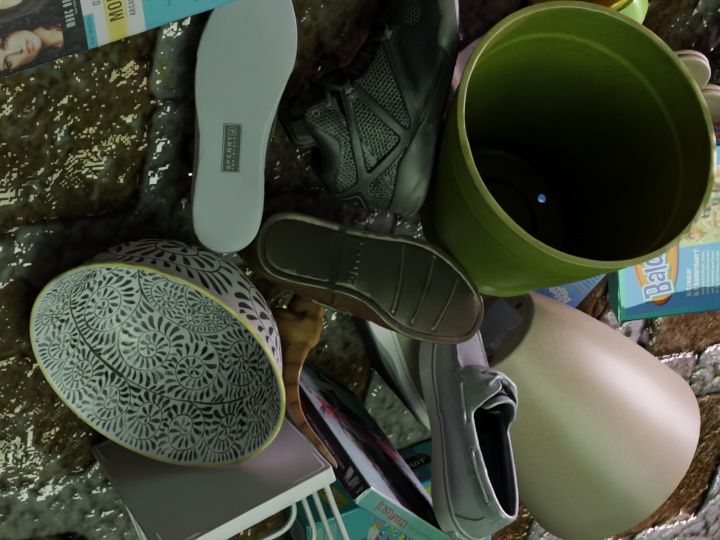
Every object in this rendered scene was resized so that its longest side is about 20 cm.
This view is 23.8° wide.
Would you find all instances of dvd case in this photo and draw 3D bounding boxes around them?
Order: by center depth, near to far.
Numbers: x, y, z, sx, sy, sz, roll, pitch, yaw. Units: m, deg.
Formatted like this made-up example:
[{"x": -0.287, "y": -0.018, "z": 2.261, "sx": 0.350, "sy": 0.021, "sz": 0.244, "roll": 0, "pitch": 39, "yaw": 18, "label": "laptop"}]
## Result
[{"x": -0.005, "y": 0.139, "z": 1.372, "sx": 0.022, "sy": 0.200, "sz": 0.146, "roll": -45, "pitch": 136, "yaw": 6, "label": "dvd case"}]

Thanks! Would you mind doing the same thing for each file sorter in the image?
[{"x": -0.102, "y": 0.194, "z": 1.329, "sx": 0.138, "sy": 0.200, "sz": 0.125, "roll": -26, "pitch": 116, "yaw": -15, "label": "file sorter"}]

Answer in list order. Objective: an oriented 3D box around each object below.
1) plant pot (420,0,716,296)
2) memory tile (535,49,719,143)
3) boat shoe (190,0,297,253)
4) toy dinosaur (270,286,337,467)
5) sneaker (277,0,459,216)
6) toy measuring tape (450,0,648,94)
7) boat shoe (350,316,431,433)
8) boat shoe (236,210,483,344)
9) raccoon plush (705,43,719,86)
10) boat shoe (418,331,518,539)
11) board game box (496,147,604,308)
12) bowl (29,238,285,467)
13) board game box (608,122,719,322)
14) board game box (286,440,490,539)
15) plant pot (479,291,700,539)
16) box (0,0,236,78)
[{"x": 0.133, "y": -0.068, "z": 1.285, "sx": 0.199, "sy": 0.202, "sz": 0.193, "roll": -17, "pitch": 168, "yaw": -23, "label": "plant pot"}, {"x": 0.242, "y": -0.104, "z": 1.412, "sx": 0.152, "sy": 0.017, "sz": 0.200, "roll": -23, "pitch": 143, "yaw": 21, "label": "memory tile"}, {"x": -0.090, "y": -0.113, "z": 1.212, "sx": 0.068, "sy": 0.057, "sz": 0.202, "roll": 8, "pitch": 106, "yaw": -10, "label": "boat shoe"}, {"x": -0.052, "y": 0.051, "z": 1.322, "sx": 0.060, "sy": 0.106, "sz": 0.201, "roll": 44, "pitch": 51, "yaw": -43, "label": "toy dinosaur"}, {"x": 0.007, "y": -0.144, "z": 1.240, "sx": 0.113, "sy": 0.076, "sz": 0.201, "roll": 8, "pitch": 107, "yaw": -16, "label": "sneaker"}, {"x": 0.156, "y": -0.188, "z": 1.316, "sx": 0.199, "sy": 0.074, "sz": 0.074, "roll": -35, "pitch": 137, "yaw": -7, "label": "toy measuring tape"}, {"x": 0.042, "y": 0.061, "z": 1.438, "sx": 0.065, "sy": 0.074, "sz": 0.203, "roll": -33, "pitch": 128, "yaw": -8, "label": "boat shoe"}, {"x": 0.000, "y": 0.000, "z": 1.294, "sx": 0.199, "sy": 0.068, "sz": 0.072, "roll": 25, "pitch": 81, "yaw": -23, "label": "boat shoe"}, {"x": 0.322, "y": -0.215, "z": 1.425, "sx": 0.133, "sy": 0.097, "sz": 0.202, "roll": -11, "pitch": 97, "yaw": -2, "label": "raccoon plush"}, {"x": 0.096, "y": 0.116, "z": 1.364, "sx": 0.071, "sy": 0.202, "sz": 0.070, "roll": -23, "pitch": 147, "yaw": 34, "label": "boat shoe"}, {"x": 0.161, "y": -0.039, "z": 1.476, "sx": 0.103, "sy": 0.019, "sz": 0.200, "roll": -47, "pitch": 137, "yaw": 5, "label": "board game box"}, {"x": -0.134, "y": 0.042, "z": 1.258, "sx": 0.095, "sy": 0.199, "sz": 0.202, "roll": -66, "pitch": 163, "yaw": -44, "label": "bowl"}, {"x": 0.301, "y": -0.044, "z": 1.396, "sx": 0.198, "sy": 0.045, "sz": 0.153, "roll": -6, "pitch": 116, "yaw": -2, "label": "board game box"}, {"x": 0.029, "y": 0.242, "z": 1.591, "sx": 0.199, "sy": 0.047, "sz": 0.152, "roll": -18, "pitch": 132, "yaw": -22, "label": "board game box"}, {"x": 0.168, "y": 0.106, "z": 1.505, "sx": 0.187, "sy": 0.187, "sz": 0.200, "roll": -44, "pitch": 123, "yaw": 4, "label": "plant pot"}, {"x": -0.174, "y": -0.192, "z": 1.097, "sx": 0.199, "sy": 0.049, "sz": 0.083, "roll": -22, "pitch": 134, "yaw": -19, "label": "box"}]
